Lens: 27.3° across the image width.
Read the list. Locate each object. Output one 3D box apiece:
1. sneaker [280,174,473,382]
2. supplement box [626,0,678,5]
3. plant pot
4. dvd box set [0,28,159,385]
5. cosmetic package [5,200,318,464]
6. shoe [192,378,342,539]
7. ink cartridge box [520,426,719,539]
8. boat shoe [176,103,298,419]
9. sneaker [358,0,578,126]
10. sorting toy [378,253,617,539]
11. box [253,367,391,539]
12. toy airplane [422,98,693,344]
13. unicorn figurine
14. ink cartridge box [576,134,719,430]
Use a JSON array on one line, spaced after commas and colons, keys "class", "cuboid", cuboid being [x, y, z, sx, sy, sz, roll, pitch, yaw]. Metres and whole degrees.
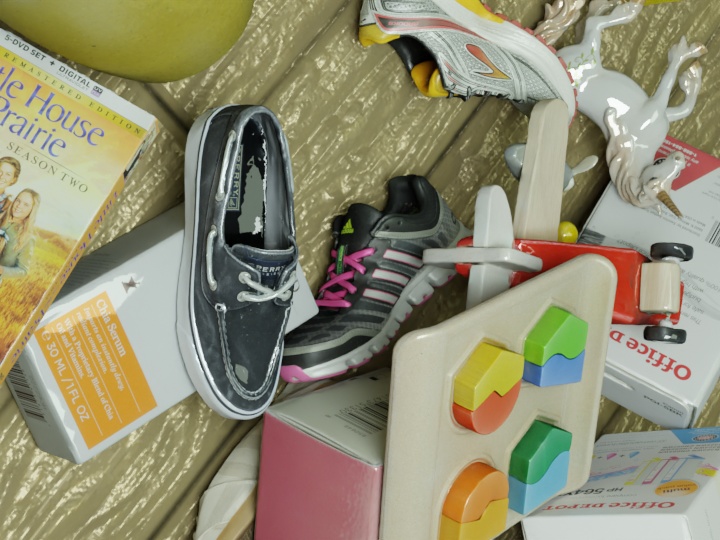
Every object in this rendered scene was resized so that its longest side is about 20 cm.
[{"class": "sneaker", "cuboid": [0.000, 0.000, 1.068, 0.200, 0.073, 0.088, -42, 115, -31]}, {"class": "supplement box", "cuboid": [0.230, -0.327, 1.184, 0.108, 0.109, 0.202, 23, 79, -33]}, {"class": "plant pot", "cuboid": [-0.139, -0.197, 0.906, 0.201, 0.199, 0.142, -56, 145, -18]}, {"class": "dvd box set", "cuboid": [-0.232, -0.041, 0.887, 0.145, 0.029, 0.201, 30, 74, 1]}, {"class": "cosmetic package", "cuboid": [-0.136, 0.030, 0.975, 0.199, 0.071, 0.102, -33, 110, -29]}, {"class": "shoe", "cuboid": [-0.072, 0.161, 1.044, 0.201, 0.053, 0.070, -57, 140, -14]}, {"class": "ink cartridge box", "cuboid": [0.211, 0.207, 1.074, 0.200, 0.128, 0.127, -27, 106, -58]}, {"class": "boat shoe", "cuboid": [-0.070, -0.004, 0.934, 0.071, 0.068, 0.202, 0, 92, -34]}, {"class": "sneaker", "cuboid": [0.078, -0.156, 1.118, 0.199, 0.078, 0.083, 30, 80, -22]}, {"class": "sorting toy", "cuboid": [0.096, 0.099, 0.958, 0.199, 0.036, 0.187, -19, 123, -41]}, {"class": "box", "cuboid": [0.005, 0.187, 1.016, 0.127, 0.108, 0.202, -15, 118, -45]}, {"class": "toy airplane", "cuboid": [0.127, 0.006, 1.073, 0.200, 0.141, 0.200, -41, 106, -24]}, {"class": "unicorn figurine", "cuboid": [0.212, -0.135, 1.173, 0.138, 0.199, 0.074, -51, 159, -7]}, {"class": "ink cartridge box", "cuboid": [0.243, 0.009, 1.186, 0.201, 0.146, 0.083, -57, 162, -17]}]
